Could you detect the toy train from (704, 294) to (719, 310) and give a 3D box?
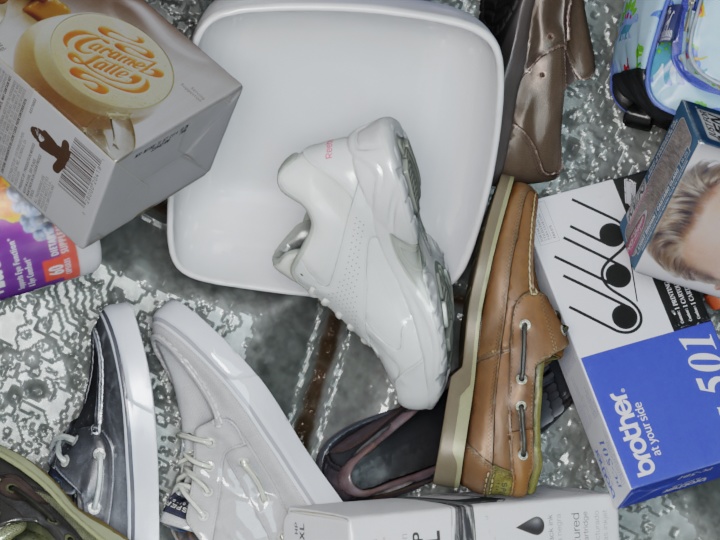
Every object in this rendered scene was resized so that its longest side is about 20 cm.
[{"bbox_3d":[0.288,0.015,1.763,0.199,0.056,0.151,6,88,-10],"label":"toy train"}]

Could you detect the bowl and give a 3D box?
[{"bbox_3d":[-0.018,-0.087,1.672,0.199,0.075,0.200,4,120,-9],"label":"bowl"}]

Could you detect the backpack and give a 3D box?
[{"bbox_3d":[0.269,-0.179,1.716,0.183,0.147,0.201,13,84,-12],"label":"backpack"}]

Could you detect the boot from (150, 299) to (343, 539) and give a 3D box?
[{"bbox_3d":[-0.090,0.122,1.682,0.096,0.074,0.200,-38,97,-18],"label":"boot"}]

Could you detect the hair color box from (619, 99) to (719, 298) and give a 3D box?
[{"bbox_3d":[0.273,-0.025,1.680,0.200,0.061,0.100,16,118,-14],"label":"hair color box"}]

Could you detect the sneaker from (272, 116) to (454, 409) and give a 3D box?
[{"bbox_3d":[0.000,0.000,1.650,0.099,0.078,0.200,-9,118,12],"label":"sneaker"}]

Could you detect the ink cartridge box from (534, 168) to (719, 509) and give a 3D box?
[{"bbox_3d":[0.172,0.041,1.710,0.094,0.044,0.200,-15,71,-14],"label":"ink cartridge box"}]

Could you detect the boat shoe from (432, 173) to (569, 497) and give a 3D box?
[{"bbox_3d":[0.095,0.042,1.675,0.068,0.072,0.201,10,81,2],"label":"boat shoe"}]

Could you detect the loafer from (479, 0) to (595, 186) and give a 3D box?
[{"bbox_3d":[0.115,-0.146,1.733,0.071,0.073,0.200,13,92,-20],"label":"loafer"}]

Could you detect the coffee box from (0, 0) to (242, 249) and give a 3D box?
[{"bbox_3d":[-0.185,-0.122,1.582,0.200,0.080,0.114,42,46,16],"label":"coffee box"}]

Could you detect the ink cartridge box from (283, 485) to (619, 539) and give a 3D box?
[{"bbox_3d":[0.059,0.213,1.676,0.200,0.084,0.145,-2,90,-30],"label":"ink cartridge box"}]

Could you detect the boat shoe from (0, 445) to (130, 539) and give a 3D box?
[{"bbox_3d":[-0.208,0.162,1.632,0.201,0.066,0.072,30,107,17],"label":"boat shoe"}]

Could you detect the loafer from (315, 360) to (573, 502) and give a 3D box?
[{"bbox_3d":[0.068,0.096,1.718,0.200,0.063,0.072,-28,95,-9],"label":"loafer"}]

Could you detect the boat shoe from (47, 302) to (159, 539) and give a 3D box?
[{"bbox_3d":[-0.162,0.121,1.678,0.068,0.072,0.201,-3,97,-12],"label":"boat shoe"}]

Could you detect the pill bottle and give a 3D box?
[{"bbox_3d":[-0.266,-0.025,1.635,0.200,0.111,0.112,-17,93,-10],"label":"pill bottle"}]
